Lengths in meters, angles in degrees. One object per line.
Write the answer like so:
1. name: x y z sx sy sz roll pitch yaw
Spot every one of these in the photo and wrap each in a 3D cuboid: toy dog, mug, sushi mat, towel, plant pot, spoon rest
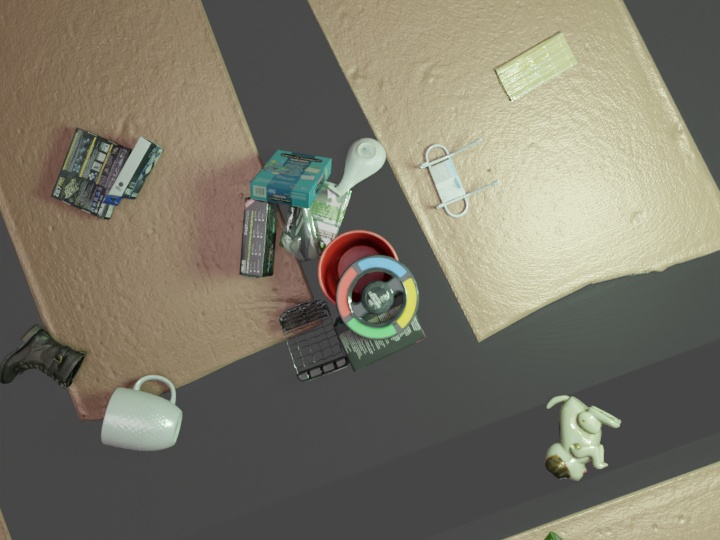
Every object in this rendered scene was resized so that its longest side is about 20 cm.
1. toy dog: 0.539 0.434 1.657 0.193 0.139 0.201 26 93 16
2. mug: -0.559 0.372 1.726 0.174 0.148 0.202 13 62 -5
3. sushi mat: 0.453 -0.527 1.701 0.199 0.012 0.096 -29 90 3
4. towel: -0.120 -0.141 1.739 0.148 0.031 0.202 18 94 5
5. plant pot: 0.000 0.000 1.656 0.198 0.177 0.203 0 91 3
6. spoon rest: -0.013 -0.264 1.702 0.099 0.061 0.200 36 70 8

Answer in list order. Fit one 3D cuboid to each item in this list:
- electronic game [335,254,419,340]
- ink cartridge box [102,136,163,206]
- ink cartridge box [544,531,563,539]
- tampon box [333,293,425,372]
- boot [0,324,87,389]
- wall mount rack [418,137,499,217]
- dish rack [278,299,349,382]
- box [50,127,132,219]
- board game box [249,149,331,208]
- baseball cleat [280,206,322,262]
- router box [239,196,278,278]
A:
1. electronic game: 0.039 0.064 1.547 0.198 0.042 0.202 0 92 3
2. ink cartridge box: -0.595 -0.250 1.725 0.039 0.099 0.201 32 94 1
3. ink cartridge box: 0.494 0.808 1.697 0.147 0.076 0.200 39 94 1
4. tampon box: 0.049 0.146 1.668 0.199 0.150 0.127 -25 93 4
5. boot: -0.854 0.262 1.766 0.174 0.069 0.201 36 91 3
6. wall mount rack: 0.250 -0.245 1.688 0.172 0.075 0.202 -23 91 3
7. dish rack: -0.125 0.182 1.731 0.152 0.055 0.202 -20 88 2
8. box: -0.715 -0.258 1.757 0.160 0.049 0.202 22 92 1
9. board game box: -0.171 -0.232 1.648 0.150 0.201 0.047 11 125 9
10. baseball cleat: -0.165 -0.121 1.695 0.105 0.070 0.202 -14 91 6
11. router box: -0.259 -0.084 1.683 0.061 0.150 0.202 5 91 3
